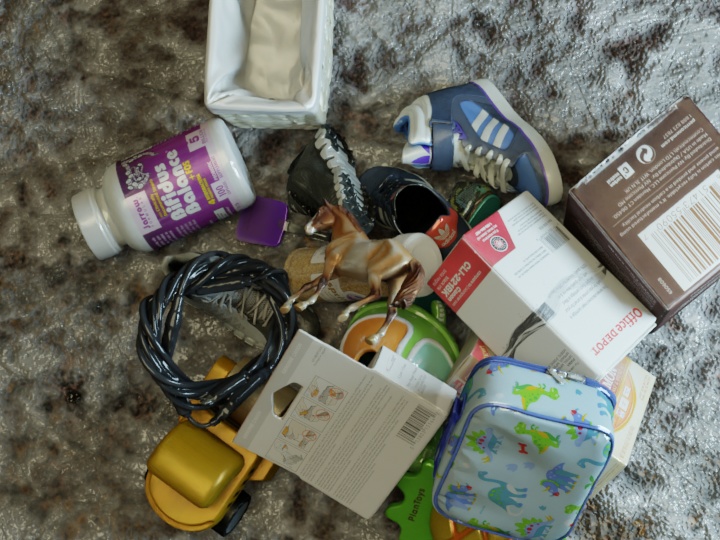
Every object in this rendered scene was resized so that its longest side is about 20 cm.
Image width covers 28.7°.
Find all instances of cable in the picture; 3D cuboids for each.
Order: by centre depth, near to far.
[{"bbox_3d":[-0.155,0.061,1.548,0.200,0.051,0.164,-45,104,-25],"label":"cable"}]

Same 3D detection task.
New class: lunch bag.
[{"bbox_3d":[0.158,0.179,1.406,0.159,0.201,0.083,13,43,-3],"label":"lunch bag"}]

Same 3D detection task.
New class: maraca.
[{"bbox_3d":[0.127,0.275,1.539,0.198,0.107,0.138,18,113,4],"label":"maraca"}]

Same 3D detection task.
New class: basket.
[{"bbox_3d":[-0.102,-0.269,1.655,0.134,0.123,0.203,2,80,7],"label":"basket"}]

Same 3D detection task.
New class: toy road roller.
[{"bbox_3d":[-0.158,0.196,1.571,0.122,0.146,0.201,33,86,10],"label":"toy road roller"}]

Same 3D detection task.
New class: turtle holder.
[{"bbox_3d":[0.036,0.131,1.556,0.139,0.187,0.132,15,39,10],"label":"turtle holder"}]

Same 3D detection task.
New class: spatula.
[{"bbox_3d":[-0.051,-0.043,1.662,0.198,0.021,0.057,13,88,7],"label":"spatula"}]

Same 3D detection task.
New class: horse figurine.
[{"bbox_3d":[0.000,0.003,1.450,0.199,0.050,0.133,16,59,43],"label":"horse figurine"}]

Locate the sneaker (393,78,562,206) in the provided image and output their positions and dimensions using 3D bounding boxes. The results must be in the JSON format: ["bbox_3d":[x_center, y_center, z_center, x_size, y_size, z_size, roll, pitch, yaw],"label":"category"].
[{"bbox_3d":[0.122,-0.127,1.597,0.145,0.081,0.201,-23,56,-16],"label":"sneaker"}]

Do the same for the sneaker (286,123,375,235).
[{"bbox_3d":[-0.040,-0.083,1.612,0.090,0.066,0.201,-38,36,15],"label":"sneaker"}]

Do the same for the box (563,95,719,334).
[{"bbox_3d":[0.333,-0.054,1.529,0.165,0.200,0.165,-39,79,-2],"label":"box"}]

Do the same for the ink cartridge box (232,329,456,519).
[{"bbox_3d":[-0.020,0.154,1.480,0.175,0.201,0.045,30,40,-2],"label":"ink cartridge box"}]

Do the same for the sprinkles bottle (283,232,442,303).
[{"bbox_3d":[0.000,0.000,1.563,0.199,0.068,0.069,-6,76,47],"label":"sprinkles bottle"}]

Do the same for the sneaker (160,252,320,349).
[{"bbox_3d":[-0.145,0.034,1.612,0.198,0.116,0.076,22,84,10],"label":"sneaker"}]

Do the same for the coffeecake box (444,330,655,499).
[{"bbox_3d":[0.205,0.123,1.519,0.199,0.073,0.154,35,41,-1],"label":"coffeecake box"}]

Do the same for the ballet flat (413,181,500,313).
[{"bbox_3d":[0.086,-0.017,1.628,0.074,0.074,0.201,34,84,11],"label":"ballet flat"}]

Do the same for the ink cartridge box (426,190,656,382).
[{"bbox_3d":[0.192,0.033,1.472,0.200,0.144,0.084,45,131,11],"label":"ink cartridge box"}]

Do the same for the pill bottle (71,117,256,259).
[{"bbox_3d":[-0.231,-0.090,1.646,0.198,0.112,0.113,-25,79,2],"label":"pill bottle"}]

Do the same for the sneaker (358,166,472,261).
[{"bbox_3d":[0.051,-0.078,1.588,0.075,0.084,0.200,-52,46,-2],"label":"sneaker"}]
